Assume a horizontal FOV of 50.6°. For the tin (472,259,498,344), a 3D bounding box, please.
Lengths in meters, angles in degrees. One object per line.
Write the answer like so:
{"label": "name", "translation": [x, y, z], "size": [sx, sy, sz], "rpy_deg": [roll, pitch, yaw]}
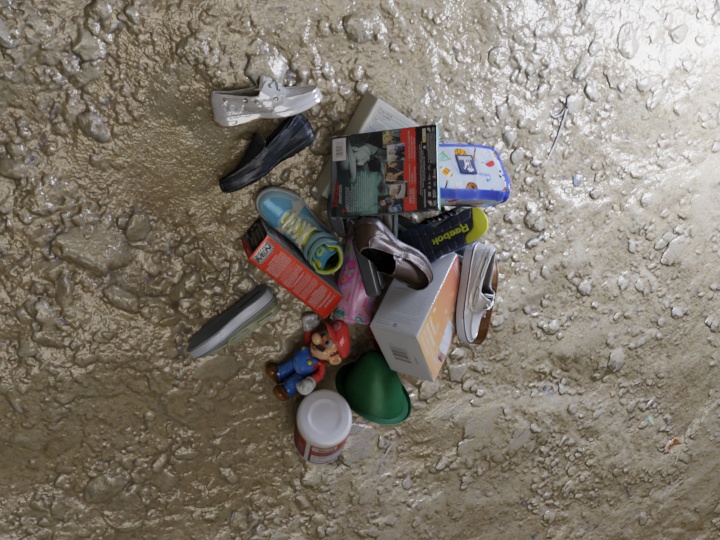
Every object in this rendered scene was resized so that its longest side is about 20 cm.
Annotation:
{"label": "tin", "translation": [0.241, 0.055, 1.588], "size": [0.041, 0.112, 0.206], "rpy_deg": [4, 110, -10]}

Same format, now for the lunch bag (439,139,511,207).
{"label": "lunch bag", "translation": [0.166, -0.176, 1.412], "size": [0.165, 0.200, 0.127], "rpy_deg": [0, 113, -18]}

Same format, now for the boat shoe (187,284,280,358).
{"label": "boat shoe", "translation": [-0.240, 0.111, 1.461], "size": [0.198, 0.072, 0.063], "rpy_deg": [-37, 117, -5]}

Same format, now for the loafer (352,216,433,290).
{"label": "loafer", "translation": [0.055, -0.013, 1.363], "size": [0.072, 0.072, 0.198], "rpy_deg": [-26, 131, 38]}

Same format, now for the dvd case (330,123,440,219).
{"label": "dvd case", "translation": [0.041, -0.170, 1.320], "size": [0.194, 0.022, 0.151], "rpy_deg": [-4, 81, 17]}

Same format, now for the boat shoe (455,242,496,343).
{"label": "boat shoe", "translation": [0.233, 0.048, 1.493], "size": [0.071, 0.064, 0.206], "rpy_deg": [-11, 110, -59]}

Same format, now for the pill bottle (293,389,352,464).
{"label": "pill bottle", "translation": [-0.080, 0.325, 1.539], "size": [0.109, 0.115, 0.201], "rpy_deg": [-12, 155, -14]}

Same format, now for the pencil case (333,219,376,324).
{"label": "pencil case", "translation": [0.000, 0.000, 1.482], "size": [0.085, 0.087, 0.206], "rpy_deg": [7, 103, -22]}

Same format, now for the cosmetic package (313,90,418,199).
{"label": "cosmetic package", "translation": [0.008, -0.213, 1.412], "size": [0.102, 0.073, 0.203], "rpy_deg": [27, 101, -27]}

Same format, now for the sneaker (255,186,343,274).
{"label": "sneaker", "translation": [-0.103, -0.070, 1.400], "size": [0.198, 0.131, 0.080], "rpy_deg": [36, 100, -28]}

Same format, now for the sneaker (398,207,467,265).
{"label": "sneaker", "translation": [0.148, -0.094, 1.524], "size": [0.196, 0.075, 0.109], "rpy_deg": [23, 86, -21]}

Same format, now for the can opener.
{"label": "can opener", "translation": [-0.010, -0.049, 1.405], "size": [0.065, 0.053, 0.205], "rpy_deg": [-7, 111, 21]}

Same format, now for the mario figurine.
{"label": "mario figurine", "translation": [-0.107, 0.164, 1.503], "size": [0.199, 0.106, 0.124], "rpy_deg": [-39, 89, 12]}

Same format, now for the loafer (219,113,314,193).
{"label": "loafer", "translation": [-0.174, -0.212, 1.355], "size": [0.199, 0.068, 0.071], "rpy_deg": [-36, 111, -8]}

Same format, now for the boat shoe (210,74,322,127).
{"label": "boat shoe", "translation": [-0.162, -0.302, 1.315], "size": [0.195, 0.071, 0.071], "rpy_deg": [-15, 118, -12]}

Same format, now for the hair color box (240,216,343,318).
{"label": "hair color box", "translation": [-0.129, -0.005, 1.435], "size": [0.061, 0.102, 0.199], "rpy_deg": [-46, 118, 6]}

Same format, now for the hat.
{"label": "hat", "translation": [0.045, 0.178, 1.521], "size": [0.196, 0.166, 0.179], "rpy_deg": [28, 120, 4]}

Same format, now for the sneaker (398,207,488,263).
{"label": "sneaker", "translation": [0.153, -0.060, 1.440], "size": [0.195, 0.082, 0.076], "rpy_deg": [-18, 90, 19]}

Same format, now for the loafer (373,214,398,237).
{"label": "loafer", "translation": [0.039, -0.124, 1.393], "size": [0.061, 0.072, 0.206], "rpy_deg": [0, 111, 2]}

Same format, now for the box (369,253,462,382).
{"label": "box", "translation": [0.121, 0.082, 1.485], "size": [0.203, 0.104, 0.154], "rpy_deg": [-61, 145, -28]}
